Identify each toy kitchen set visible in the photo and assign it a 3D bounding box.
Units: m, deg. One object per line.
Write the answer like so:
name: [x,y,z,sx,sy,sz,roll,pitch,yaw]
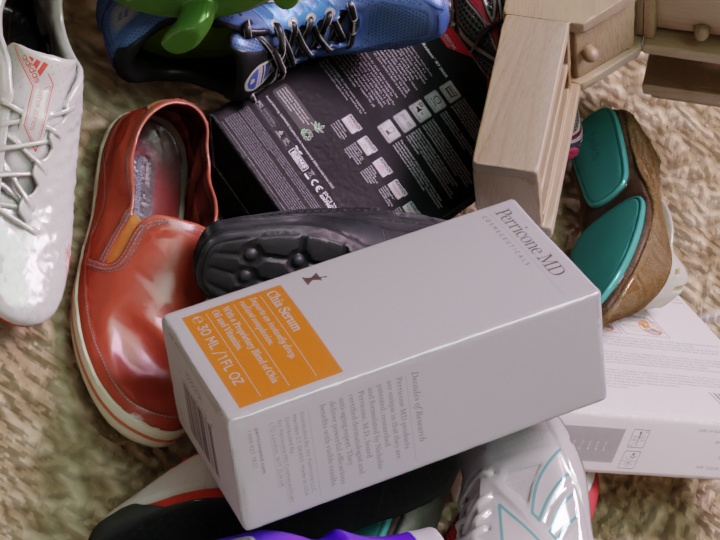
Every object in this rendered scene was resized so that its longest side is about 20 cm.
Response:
toy kitchen set: [0.182,-0.088,1.333,0.198,0.163,0.182,9,65,11]

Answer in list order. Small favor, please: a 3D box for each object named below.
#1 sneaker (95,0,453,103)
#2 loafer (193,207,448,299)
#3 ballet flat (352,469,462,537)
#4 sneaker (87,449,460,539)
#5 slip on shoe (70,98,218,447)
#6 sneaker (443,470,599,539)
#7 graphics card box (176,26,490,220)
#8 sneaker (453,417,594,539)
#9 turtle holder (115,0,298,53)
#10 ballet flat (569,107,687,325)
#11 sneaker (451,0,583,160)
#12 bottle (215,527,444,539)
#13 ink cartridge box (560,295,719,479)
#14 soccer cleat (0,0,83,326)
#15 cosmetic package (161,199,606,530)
sneaker: [-0.046,-0.129,1.251,0.198,0.079,0.090,-5,47,-1]
loafer: [0.000,0.000,1.213,0.199,0.069,0.070,6,25,-25]
ballet flat: [0.023,0.124,1.233,0.064,0.067,0.201,56,43,-34]
sneaker: [-0.056,0.101,1.183,0.200,0.068,0.108,-19,34,-12]
slip on shoe: [-0.109,-0.004,1.197,0.074,0.061,0.201,17,58,-28]
sneaker: [0.095,0.195,1.247,0.116,0.078,0.200,59,44,-20]
graphics card box: [0.002,-0.070,1.316,0.200,0.051,0.126,-36,90,-42]
sneaker: [0.079,0.138,1.155,0.080,0.071,0.201,-5,54,-24]
turtle holder: [-0.079,-0.217,1.160,0.140,0.186,0.132,22,52,-11]
ballet flat: [0.165,-0.021,1.377,0.072,0.068,0.201,40,28,-24]
sneaker: [0.089,-0.160,1.409,0.080,0.075,0.201,-11,74,-38]
bottle: [-0.051,0.170,1.107,0.199,0.065,0.084,-12,67,-18]
ink cartridge box: [0.140,0.056,1.331,0.199,0.045,0.176,7,26,-32]
soccer cleat: [-0.175,-0.071,1.170,0.068,0.085,0.201,11,61,-30]
cosmetic package: [0.012,0.044,1.130,0.199,0.072,0.102,-19,36,-17]
